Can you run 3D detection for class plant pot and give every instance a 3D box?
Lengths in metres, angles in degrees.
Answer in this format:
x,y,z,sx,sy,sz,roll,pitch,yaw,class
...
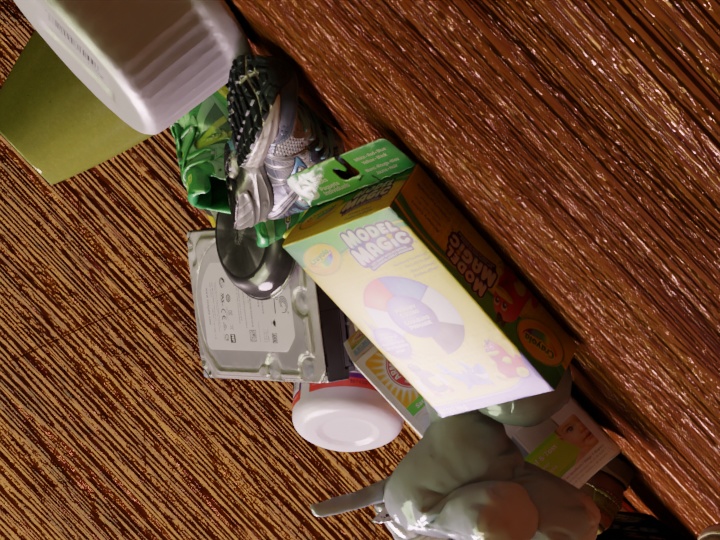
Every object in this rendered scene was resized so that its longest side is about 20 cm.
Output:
x,y,z,sx,sy,sz,roll,pitch,yaw,class
-0.266,-0.186,1.841,0.187,0.200,0.187,46,177,3,plant pot

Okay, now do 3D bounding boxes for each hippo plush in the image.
x,y,z,sx,sy,sz,roll,pitch,yaw,class
0.098,0.122,1.377,0.200,0.161,0.159,5,174,43,hippo plush

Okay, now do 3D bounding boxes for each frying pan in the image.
x,y,z,sx,sy,sz,roll,pitch,yaw,class
-0.104,-0.063,1.603,0.031,0.115,0.190,-2,-123,-39,frying pan

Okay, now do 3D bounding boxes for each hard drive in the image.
x,y,z,sx,sy,sz,roll,pitch,yaw,class
-0.083,0.028,1.638,0.200,0.038,0.140,-1,97,52,hard drive

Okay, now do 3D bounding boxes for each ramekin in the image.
x,y,z,sx,sy,sz,roll,pitch,yaw,class
-0.182,-0.196,1.392,0.200,0.098,0.200,45,170,10,ramekin

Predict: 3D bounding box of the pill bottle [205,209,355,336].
x,y,z,sx,sy,sz,roll,pitch,yaw,class
-0.067,-0.011,1.766,0.200,0.111,0.111,68,169,-20,pill bottle

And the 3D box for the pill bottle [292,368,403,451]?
x,y,z,sx,sy,sz,roll,pitch,yaw,class
-0.010,0.076,1.889,0.112,0.112,0.200,50,-145,-50,pill bottle

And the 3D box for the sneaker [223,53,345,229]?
x,y,z,sx,sy,sz,roll,pitch,yaw,class
-0.055,-0.103,1.391,0.200,0.086,0.078,107,153,-65,sneaker

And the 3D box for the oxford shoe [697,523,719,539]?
x,y,z,sx,sy,sz,roll,pitch,yaw,class
0.260,0.227,1.251,0.071,0.074,0.200,47,177,-12,oxford shoe

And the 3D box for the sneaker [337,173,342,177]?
x,y,z,sx,sy,sz,roll,pitch,yaw,class
0.000,0.000,1.629,0.200,0.096,0.079,43,176,44,sneaker

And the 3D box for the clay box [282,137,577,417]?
x,y,z,sx,sy,sz,roll,pitch,yaw,class
0.037,0.008,1.227,0.200,0.048,0.115,46,143,-20,clay box

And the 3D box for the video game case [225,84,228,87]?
x,y,z,sx,sy,sz,roll,pitch,yaw,class
-0.111,-0.137,1.588,0.182,0.023,0.200,47,160,2,video game case

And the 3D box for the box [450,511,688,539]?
x,y,z,sx,sy,sz,roll,pitch,yaw,class
0.189,0.248,1.668,0.200,0.046,0.159,6,-176,-9,box

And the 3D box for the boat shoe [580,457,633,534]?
x,y,z,sx,sy,sz,roll,pitch,yaw,class
0.139,0.182,1.622,0.200,0.068,0.072,5,153,45,boat shoe

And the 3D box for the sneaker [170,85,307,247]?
x,y,z,sx,sy,sz,roll,pitch,yaw,class
-0.122,-0.099,1.525,0.200,0.084,0.074,42,160,15,sneaker

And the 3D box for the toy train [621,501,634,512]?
x,y,z,sx,sy,sz,roll,pitch,yaw,class
0.212,0.209,1.894,0.200,0.056,0.150,52,175,-32,toy train

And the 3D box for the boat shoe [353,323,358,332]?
x,y,z,sx,sy,sz,roll,pitch,yaw,class
0.033,0.045,1.670,0.200,0.075,0.068,-109,18,-62,boat shoe

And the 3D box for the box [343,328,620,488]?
x,y,z,sx,sy,sz,roll,pitch,yaw,class
0.093,0.099,1.482,0.200,0.112,0.101,48,-179,-8,box

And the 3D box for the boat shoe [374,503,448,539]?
x,y,z,sx,sy,sz,roll,pitch,yaw,class
0.082,0.146,1.578,0.074,0.202,0.065,4,139,50,boat shoe
